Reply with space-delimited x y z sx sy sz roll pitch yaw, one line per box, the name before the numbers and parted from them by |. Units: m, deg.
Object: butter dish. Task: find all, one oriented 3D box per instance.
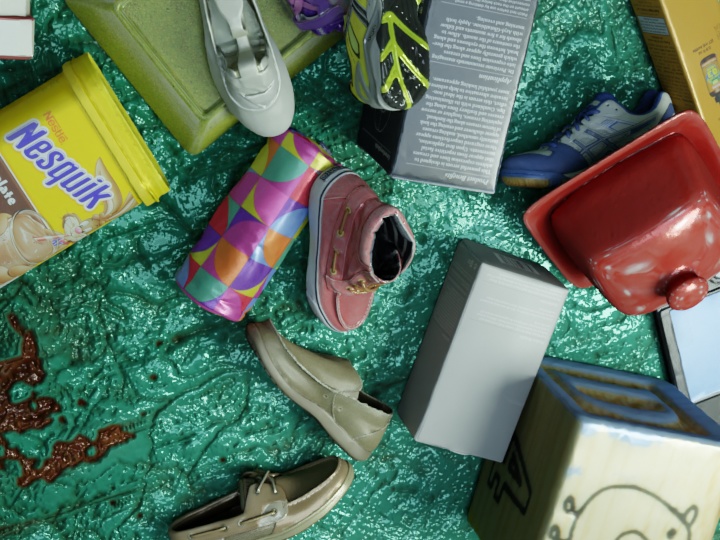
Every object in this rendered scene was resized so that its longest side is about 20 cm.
butter dish | 0.291 -0.026 1.499 0.199 0.148 0.199 -32 146 11

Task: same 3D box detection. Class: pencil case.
pencil case | -0.098 -0.049 1.478 0.088 0.088 0.201 32 95 -20

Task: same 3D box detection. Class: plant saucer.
plant saucer | -0.138 -0.237 1.427 0.199 0.048 0.200 -39 111 0

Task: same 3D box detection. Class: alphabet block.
alphabet block | 0.246 0.222 1.583 0.194 0.196 0.201 11 104 -15

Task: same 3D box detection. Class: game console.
game console | 0.421 0.080 1.625 0.175 0.116 0.201 -20 110 -8

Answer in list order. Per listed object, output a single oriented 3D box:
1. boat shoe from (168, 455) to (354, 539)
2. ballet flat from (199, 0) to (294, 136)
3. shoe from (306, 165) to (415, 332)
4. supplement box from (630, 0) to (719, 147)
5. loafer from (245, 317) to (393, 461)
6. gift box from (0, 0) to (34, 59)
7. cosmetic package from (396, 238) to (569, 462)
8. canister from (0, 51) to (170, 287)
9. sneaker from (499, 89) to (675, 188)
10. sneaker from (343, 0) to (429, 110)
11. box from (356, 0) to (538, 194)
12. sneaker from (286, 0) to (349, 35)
boat shoe | -0.101 0.241 1.568 0.199 0.071 0.065 -31 112 -2
ballet flat | -0.110 -0.208 1.382 0.069 0.069 0.201 -19 110 -7
shoe | 0.000 0.000 1.474 0.071 0.091 0.201 -29 138 -27
supplement box | 0.331 -0.222 1.534 0.066 0.069 0.201 -29 109 -14
loafer | -0.040 0.109 1.546 0.067 0.076 0.200 -42 121 1
gift box | -0.376 -0.253 1.300 0.199 0.185 0.188 0 98 -10
cosmetic package | 0.123 0.084 1.571 0.106 0.090 0.201 18 104 -18
canister | -0.298 -0.086 1.414 0.199 0.087 0.149 -31 111 -1
sneaker | 0.228 -0.133 1.543 0.199 0.075 0.089 -12 101 -20
sneaker | 0.013 -0.241 1.344 0.075 0.076 0.201 3 89 -39
box | 0.079 -0.190 1.441 0.106 0.148 0.201 9 105 -16
sneaker | -0.046 -0.258 1.371 0.200 0.080 0.089 -1 92 -58
